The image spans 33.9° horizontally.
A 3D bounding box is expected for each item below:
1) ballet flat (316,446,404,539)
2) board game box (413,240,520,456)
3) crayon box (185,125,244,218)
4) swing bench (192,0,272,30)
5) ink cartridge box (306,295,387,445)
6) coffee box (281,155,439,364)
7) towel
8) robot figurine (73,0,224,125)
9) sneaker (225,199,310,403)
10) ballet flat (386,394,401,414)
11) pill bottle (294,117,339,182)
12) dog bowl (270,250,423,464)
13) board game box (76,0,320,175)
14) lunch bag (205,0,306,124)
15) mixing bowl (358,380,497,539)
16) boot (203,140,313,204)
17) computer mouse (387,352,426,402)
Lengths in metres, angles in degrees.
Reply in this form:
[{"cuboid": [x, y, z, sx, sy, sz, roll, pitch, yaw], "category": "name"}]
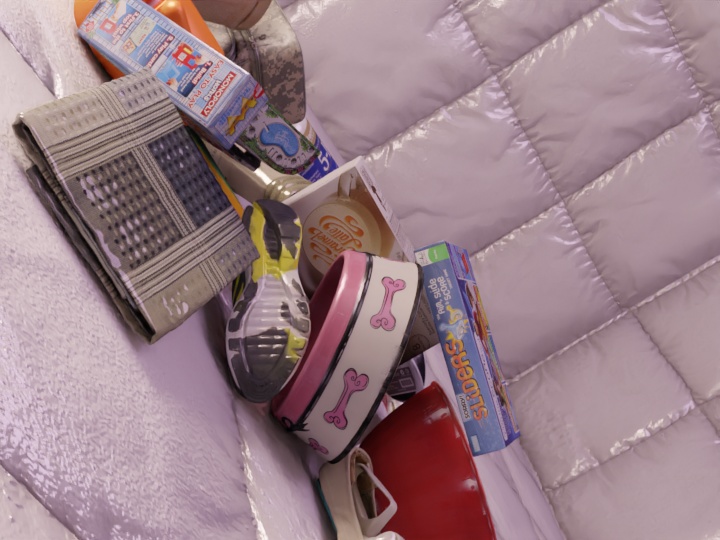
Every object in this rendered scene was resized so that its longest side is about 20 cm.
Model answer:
[{"cuboid": [0.008, 0.235, 1.044, 0.070, 0.069, 0.201, 54, 9, -39], "category": "ballet flat"}, {"cuboid": [0.108, 0.075, 1.165, 0.135, 0.034, 0.203, 13, 60, -76], "category": "board game box"}, {"cuboid": [-0.167, -0.070, 1.092, 0.120, 0.058, 0.200, 59, 6, -3], "category": "crayon box"}, {"cuboid": [-0.217, -0.364, 1.343, 0.197, 0.130, 0.201, 8, 39, -30], "category": "swing bench"}, {"cuboid": [-0.047, 0.086, 1.281, 0.202, 0.067, 0.117, 60, 7, -7], "category": "ink cartridge box"}, {"cuboid": [0.000, 0.000, 1.224, 0.202, 0.113, 0.080, 60, 10, -9], "category": "coffee box"}, {"cuboid": [-0.171, -0.056, 0.920, 0.194, 0.034, 0.200, 60, 26, -7], "category": "towel"}, {"cuboid": [-0.216, -0.240, 1.220, 0.201, 0.116, 0.144, 56, 12, -27], "category": "robot figurine"}, {"cuboid": [-0.084, 0.036, 1.085, 0.085, 0.073, 0.202, 107, -12, -57], "category": "sneaker"}, {"cuboid": [0.049, 0.194, 1.457, 0.202, 0.067, 0.067, 69, 18, -3], "category": "ballet flat"}, {"cuboid": [-0.111, -0.161, 1.659, 0.201, 0.119, 0.120, 54, 8, -36], "category": "pill bottle"}, {"cuboid": [-0.018, 0.071, 1.093, 0.073, 0.202, 0.200, 25, 13, -8], "category": "dog bowl"}, {"cuboid": [-0.135, -0.155, 1.077, 0.200, 0.062, 0.199, 41, -3, -43], "category": "board game box"}, {"cuboid": [-0.170, -0.262, 1.480, 0.140, 0.166, 0.201, 86, -16, -47], "category": "lunch bag"}, {"cuboid": [0.055, 0.223, 1.169, 0.200, 0.107, 0.203, 162, -90, -85], "category": "mixing bowl"}, {"cuboid": [-0.105, -0.103, 1.417, 0.154, 0.073, 0.200, 34, 5, 18], "category": "boot"}, {"cuboid": [0.023, 0.053, 1.319, 0.044, 0.109, 0.202, -31, 100, -40], "category": "computer mouse"}]
